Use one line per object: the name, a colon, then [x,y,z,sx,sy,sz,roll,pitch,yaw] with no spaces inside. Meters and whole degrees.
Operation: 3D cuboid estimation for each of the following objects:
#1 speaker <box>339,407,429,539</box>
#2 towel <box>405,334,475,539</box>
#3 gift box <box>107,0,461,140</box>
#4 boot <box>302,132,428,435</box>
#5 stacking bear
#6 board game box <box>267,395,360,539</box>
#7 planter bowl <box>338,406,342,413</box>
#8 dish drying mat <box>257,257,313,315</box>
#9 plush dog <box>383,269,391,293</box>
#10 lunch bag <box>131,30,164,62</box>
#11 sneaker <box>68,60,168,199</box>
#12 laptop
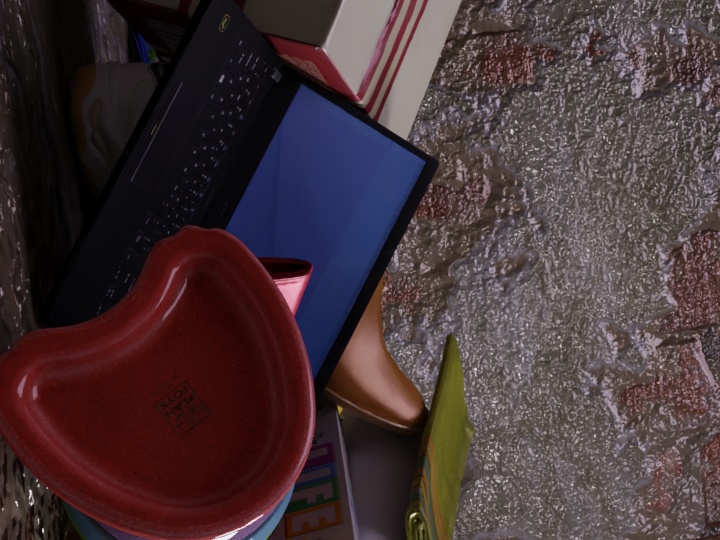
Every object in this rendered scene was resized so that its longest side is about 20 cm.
speaker: [0.002,0.158,0.757,0.200,0.080,0.082,-65,150,-64]
towel: [0.055,0.129,0.783,0.201,0.018,0.087,-69,155,-60]
gift box: [-0.033,-0.199,0.769,0.189,0.182,0.200,-68,162,-9]
boot: [0.000,0.000,0.749,0.145,0.200,0.071,-52,-165,9]
stacking bear: [-0.087,0.088,0.546,0.114,0.121,0.200,48,-24,11]
board game box: [-0.068,0.143,0.674,0.200,0.133,0.035,-105,-179,-69]
planter bowl: [-0.082,0.174,0.846,0.200,0.082,0.203,18,90,-83]
dish drying mat: [-0.082,0.055,0.621,0.201,0.076,0.018,114,-35,-51]
plush dog: [-0.075,0.015,0.920,0.173,0.199,0.161,-57,-134,13]
lunch bag: [-0.153,-0.167,1.081,0.151,0.093,0.202,82,4,-52]
sneaker: [-0.122,-0.039,0.756,0.076,0.086,0.202,-103,-173,-46]
laptop: [-0.052,-0.023,0.639,0.179,0.102,0.200,-63,168,-2]
